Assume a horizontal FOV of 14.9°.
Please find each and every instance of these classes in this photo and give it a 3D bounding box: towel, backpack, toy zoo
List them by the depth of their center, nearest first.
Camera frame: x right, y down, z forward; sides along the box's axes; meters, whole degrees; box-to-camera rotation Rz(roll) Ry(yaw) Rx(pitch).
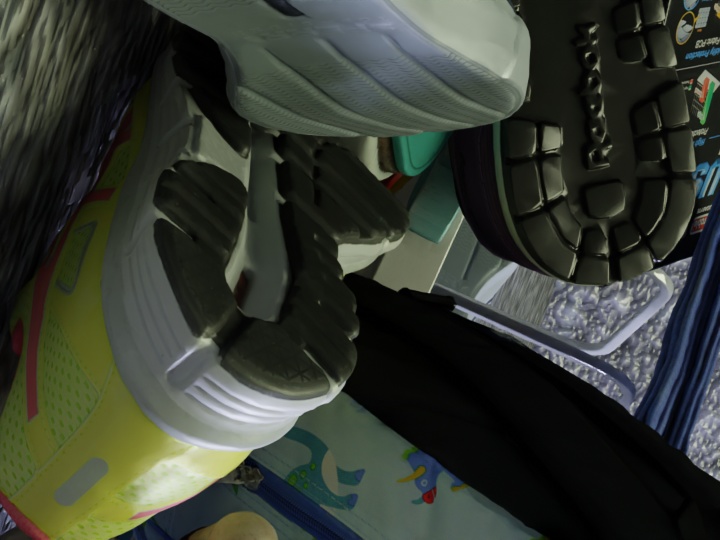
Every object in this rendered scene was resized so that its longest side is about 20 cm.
[{"bbox_3d":[0.031,0.083,0.731,0.163,0.200,0.154,24,84,-45],"label":"backpack"},{"bbox_3d":[0.000,0.000,0.924,0.200,0.020,0.131,-45,-161,59],"label":"toy zoo"},{"bbox_3d":[0.097,0.071,0.979,0.200,0.024,0.145,103,9,-54],"label":"towel"}]

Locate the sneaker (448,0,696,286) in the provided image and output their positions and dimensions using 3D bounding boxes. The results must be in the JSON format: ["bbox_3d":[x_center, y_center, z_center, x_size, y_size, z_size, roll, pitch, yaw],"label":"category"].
[{"bbox_3d":[0.045,-0.098,0.795,0.088,0.076,0.201,-165,-107,-69],"label":"sneaker"}]

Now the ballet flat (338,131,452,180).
[{"bbox_3d":[-0.004,-0.100,0.699,0.200,0.069,0.070,93,18,-53],"label":"ballet flat"}]

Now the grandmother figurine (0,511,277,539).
[{"bbox_3d":[-0.071,0.095,0.629,0.200,0.121,0.061,-154,-136,-86],"label":"grandmother figurine"}]

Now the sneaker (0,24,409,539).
[{"bbox_3d":[-0.048,0.004,0.669,0.090,0.078,0.200,-45,-173,18],"label":"sneaker"}]

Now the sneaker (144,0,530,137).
[{"bbox_3d":[-0.005,-0.079,0.603,0.200,0.073,0.071,44,44,-72],"label":"sneaker"}]

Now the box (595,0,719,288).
[{"bbox_3d":[0.138,-0.106,0.984,0.200,0.050,0.199,-16,125,-54],"label":"box"}]

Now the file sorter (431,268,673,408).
[{"bbox_3d":[0.042,0.036,1.096,0.139,0.124,0.200,120,-8,-70],"label":"file sorter"}]

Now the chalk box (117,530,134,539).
[{"bbox_3d":[-0.054,0.190,0.879,0.125,0.123,0.200,-62,170,-54],"label":"chalk box"}]

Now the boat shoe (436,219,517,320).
[{"bbox_3d":[0.024,0.004,1.248,0.062,0.072,0.200,-43,-170,43],"label":"boat shoe"}]
